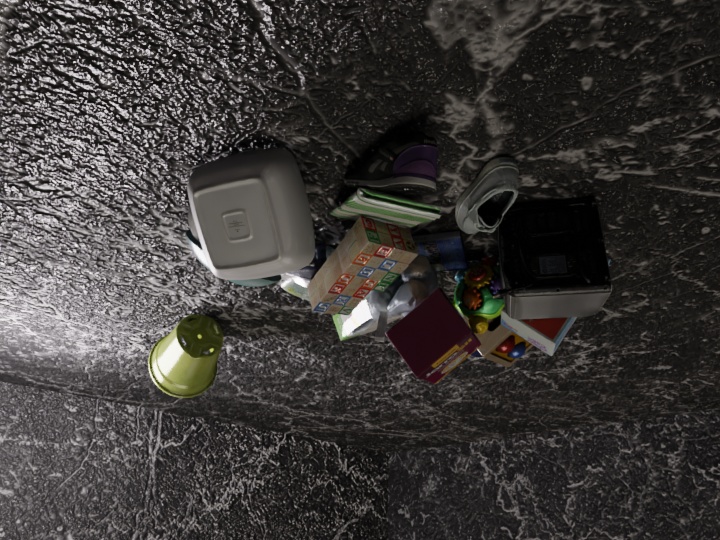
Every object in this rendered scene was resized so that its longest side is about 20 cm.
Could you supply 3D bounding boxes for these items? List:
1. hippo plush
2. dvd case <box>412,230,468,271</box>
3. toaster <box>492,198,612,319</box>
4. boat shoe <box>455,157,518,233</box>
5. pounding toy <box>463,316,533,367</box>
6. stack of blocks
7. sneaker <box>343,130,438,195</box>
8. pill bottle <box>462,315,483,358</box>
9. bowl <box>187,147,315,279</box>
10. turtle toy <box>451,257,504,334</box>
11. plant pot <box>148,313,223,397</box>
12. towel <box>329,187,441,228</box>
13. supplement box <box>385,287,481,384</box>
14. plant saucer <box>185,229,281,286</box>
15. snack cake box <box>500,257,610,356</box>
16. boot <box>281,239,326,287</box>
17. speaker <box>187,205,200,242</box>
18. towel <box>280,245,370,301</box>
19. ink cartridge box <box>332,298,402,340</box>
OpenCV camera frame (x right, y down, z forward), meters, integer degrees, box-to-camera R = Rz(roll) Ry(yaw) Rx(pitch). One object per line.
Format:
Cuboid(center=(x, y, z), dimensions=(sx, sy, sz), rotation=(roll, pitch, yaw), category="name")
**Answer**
Cuboid(center=(0.104, 0.049, 1.123), dimensions=(0.159, 0.205, 0.157), rotation=(16, 173, -43), category="hippo plush")
Cuboid(center=(0.120, -0.031, 1.177), dimensions=(0.195, 0.018, 0.143), rotation=(-6, 153, 15), category="dvd case")
Cuboid(center=(0.325, -0.017, 0.994), dimensions=(0.195, 0.185, 0.119), rotation=(-4, 150, 12), category="toaster")
Cuboid(center=(0.210, -0.105, 0.956), dimensions=(0.068, 0.073, 0.202), rotation=(6, 154, -8), category="boat shoe")
Cuboid(center=(0.350, 0.114, 1.252), dimensions=(0.200, 0.143, 0.183), rotation=(-45, 143, 16), category="pounding toy")
Cuboid(center=(0.000, 0.000, 1.041), dimensions=(0.113, 0.060, 0.200), rotation=(11, 135, -35), category="stack of blocks")
Cuboid(center=(0.049, -0.164, 0.864), dimensions=(0.074, 0.090, 0.198), rotation=(8, -179, -37), category="sneaker")
Cuboid(center=(0.286, 0.159, 1.442), dimensions=(0.197, 0.114, 0.110), rotation=(22, 148, -36), category="pill bottle")
Cuboid(center=(-0.180, -0.080, 0.897), dimensions=(0.195, 0.205, 0.075), rotation=(-7, -164, 17), category="bowl")
Cuboid(center=(0.274, 0.028, 1.166), dimensions=(0.196, 0.147, 0.102), rotation=(-24, 127, 9), category="turtle toy")
Cuboid(center=(-0.467, 0.222, 1.569), dimensions=(0.196, 0.204, 0.184), rotation=(15, 141, -26), category="plant pot")
Cuboid(center=(0.038, -0.101, 0.961), dimensions=(0.149, 0.024, 0.200), rotation=(10, 176, -13), category="towel")
Cuboid(center=(0.144, 0.129, 1.070), dimensions=(0.130, 0.104, 0.200), rotation=(-39, 158, 5), category="supplement box")
Cuboid(center=(-0.245, -0.014, 1.075), dimensions=(0.198, 0.039, 0.201), rotation=(28, -173, -4), category="plant saucer")
Cuboid(center=(0.364, 0.041, 1.062), dimensions=(0.114, 0.201, 0.068), rotation=(33, 165, 26), category="snack cake box")
Cuboid(center=(-0.140, -0.029, 1.158), dimensions=(0.196, 0.093, 0.072), rotation=(12, -158, 36), category="boot")
Cuboid(center=(-0.201, -0.103, 0.985), dimensions=(0.195, 0.083, 0.081), rotation=(-10, 152, 23), category="speaker")
Cuboid(center=(-0.064, 0.023, 1.253), dimensions=(0.169, 0.049, 0.199), rotation=(23, 147, -28), category="towel")
Cuboid(center=(0.035, 0.099, 1.347), dimensions=(0.115, 0.069, 0.199), rotation=(-12, 166, -37), category="ink cartridge box")
